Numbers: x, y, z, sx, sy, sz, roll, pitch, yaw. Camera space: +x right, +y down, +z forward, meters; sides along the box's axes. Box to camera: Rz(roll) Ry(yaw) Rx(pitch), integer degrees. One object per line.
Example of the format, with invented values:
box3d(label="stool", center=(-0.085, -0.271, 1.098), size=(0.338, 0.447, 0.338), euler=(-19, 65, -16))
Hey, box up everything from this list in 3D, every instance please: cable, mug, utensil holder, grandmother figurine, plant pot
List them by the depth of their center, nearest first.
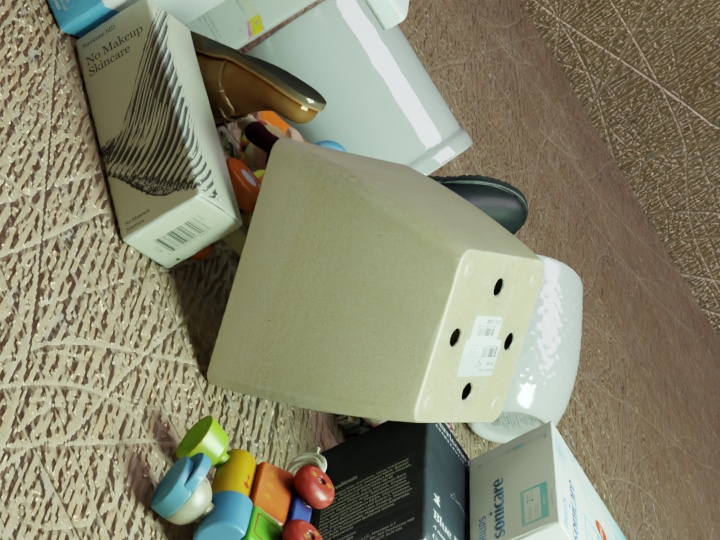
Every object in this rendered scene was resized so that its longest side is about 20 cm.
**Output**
box3d(label="plant pot", center=(0.028, 0.025, 1.427), size=(0.199, 0.176, 0.202), euler=(7, 101, -56))
box3d(label="grandmother figurine", center=(-0.060, -0.091, 1.549), size=(0.121, 0.061, 0.200), euler=(37, 0, -14))
box3d(label="cable", center=(0.030, 0.151, 1.663), size=(0.200, 0.050, 0.098), euler=(22, 49, -65))
box3d(label="utensil holder", center=(-0.008, -0.170, 1.836), size=(0.201, 0.169, 0.170), euler=(58, 17, -5))
box3d(label="mug", center=(0.169, 0.105, 2.000), size=(0.201, 0.146, 0.177), euler=(91, 4, -61))

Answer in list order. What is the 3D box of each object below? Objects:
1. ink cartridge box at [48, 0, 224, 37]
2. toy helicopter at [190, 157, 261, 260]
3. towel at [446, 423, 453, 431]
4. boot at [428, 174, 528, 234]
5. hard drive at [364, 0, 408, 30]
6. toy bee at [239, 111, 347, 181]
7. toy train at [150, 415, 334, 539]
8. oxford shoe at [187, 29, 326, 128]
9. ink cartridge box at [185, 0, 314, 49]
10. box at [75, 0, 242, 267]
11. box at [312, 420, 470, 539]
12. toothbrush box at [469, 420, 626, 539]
box3d(label="ink cartridge box", center=(-0.166, -0.301, 1.512), size=(0.148, 0.199, 0.146), euler=(66, 17, 10))
box3d(label="toy helicopter", center=(-0.117, -0.076, 1.542), size=(0.132, 0.079, 0.201), euler=(34, 20, -45))
box3d(label="towel", center=(0.053, 0.103, 1.793), size=(0.145, 0.023, 0.200), euler=(62, 7, -1))
box3d(label="boot", center=(0.091, -0.036, 1.943), size=(0.198, 0.077, 0.169), euler=(11, 34, -9))
box3d(label="hard drive", center=(-0.019, -0.318, 1.578), size=(0.201, 0.026, 0.132), euler=(56, 18, -20))
box3d(label="toy bee", center=(-0.043, -0.062, 1.716), size=(0.199, 0.109, 0.131), euler=(37, 22, 6))
box3d(label="toy train", center=(-0.084, 0.148, 1.303), size=(0.116, 0.085, 0.200), euler=(43, 22, -15))
box3d(label="oxford shoe", center=(-0.102, -0.147, 1.499), size=(0.071, 0.072, 0.199), euler=(20, 4, -44))
box3d(label="ink cartridge box", center=(-0.107, -0.280, 1.650), size=(0.129, 0.199, 0.125), euler=(60, 17, -8))
box3d(label="box", center=(-0.163, -0.111, 1.444), size=(0.068, 0.082, 0.202), euler=(34, 32, -55))
box3d(label="box", center=(0.057, 0.251, 1.480), size=(0.197, 0.117, 0.201), euler=(55, 17, -22))
box3d(label="toothbrush box", center=(0.170, 0.250, 1.473), size=(0.201, 0.085, 0.147), euler=(56, 18, -21))
